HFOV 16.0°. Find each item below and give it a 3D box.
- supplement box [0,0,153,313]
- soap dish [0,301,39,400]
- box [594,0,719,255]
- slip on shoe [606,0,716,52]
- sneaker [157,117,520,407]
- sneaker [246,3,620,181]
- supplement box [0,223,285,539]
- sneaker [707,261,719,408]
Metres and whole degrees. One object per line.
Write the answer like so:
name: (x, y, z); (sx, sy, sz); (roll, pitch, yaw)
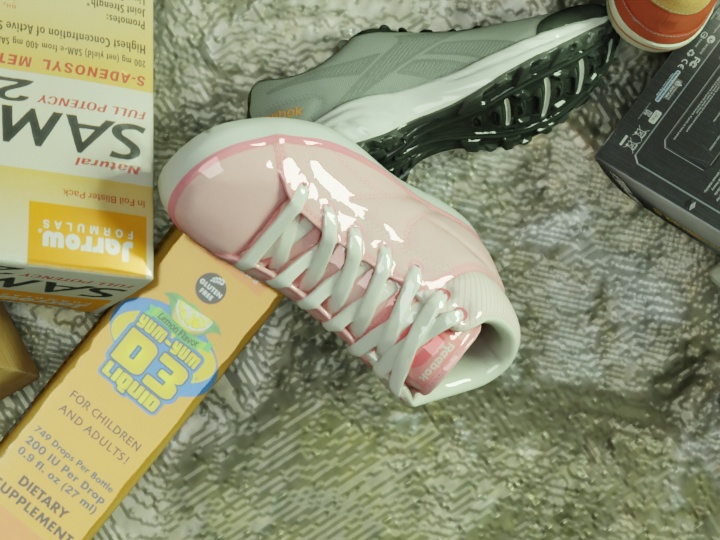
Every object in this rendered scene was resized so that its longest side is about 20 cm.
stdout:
supplement box: (-0.166, -0.089, 1.211); (0.125, 0.073, 0.201); (6, 73, -28)
soap dish: (-0.272, 0.003, 1.244); (0.157, 0.081, 0.201); (-28, 91, -3)
box: (0.233, -0.092, 1.242); (0.158, 0.048, 0.200); (34, 87, 39)
slip on shoe: (0.171, -0.205, 1.265); (0.074, 0.061, 0.201); (20, 69, -9)
sneaker: (0.000, 0.000, 1.198); (0.200, 0.105, 0.075); (22, 120, -41)
sneaker: (0.036, -0.096, 1.267); (0.199, 0.074, 0.080); (-20, 61, -10)
supplement box: (-0.116, 0.059, 1.258); (0.066, 0.069, 0.200); (38, 85, -4)
sneaker: (0.226, -0.007, 1.272); (0.099, 0.078, 0.201); (12, 87, 2)
